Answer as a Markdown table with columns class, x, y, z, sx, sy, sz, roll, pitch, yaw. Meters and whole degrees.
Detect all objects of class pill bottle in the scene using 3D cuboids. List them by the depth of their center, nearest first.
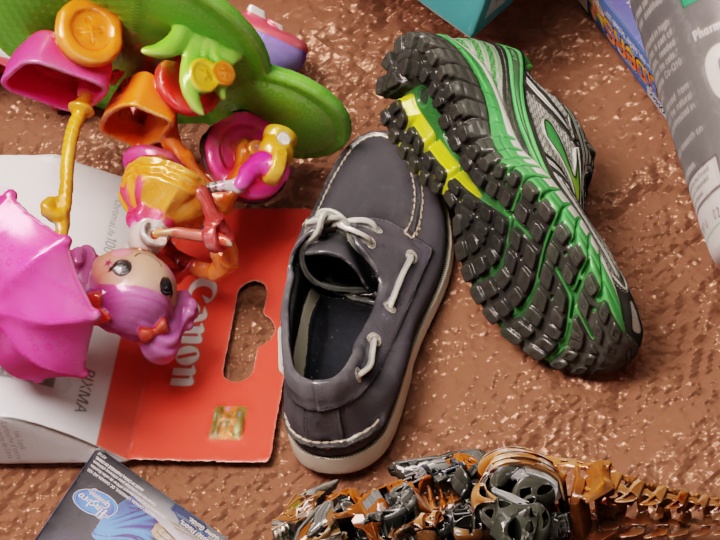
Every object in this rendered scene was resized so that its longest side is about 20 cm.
| class | x | y | z | sx | sy | sz | roll | pitch | yaw |
| --- | --- | --- | --- | --- | --- | --- | --- | --- | --- |
| pill bottle | 0.190 | -0.108 | 1.313 | 0.113 | 0.113 | 0.200 | -16 | 72 | -1 |

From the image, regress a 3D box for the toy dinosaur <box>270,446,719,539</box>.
| class | x | y | z | sx | sy | sz | roll | pitch | yaw |
| --- | --- | --- | --- | --- | --- | --- | --- | --- | --- |
| toy dinosaur | 0.061 | 0.116 | 1.217 | 0.200 | 0.102 | 0.136 | -26 | 30 | 18 |

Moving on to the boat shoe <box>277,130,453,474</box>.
| class | x | y | z | sx | sy | sz | roll | pitch | yaw |
| --- | --- | --- | --- | --- | --- | --- | --- | --- | --- |
| boat shoe | 0.000 | 0.000 | 1.335 | 0.073 | 0.063 | 0.200 | 0 | 50 | 14 |

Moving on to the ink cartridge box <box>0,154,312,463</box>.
| class | x | y | z | sx | sy | sz | roll | pitch | yaw |
| --- | --- | --- | --- | --- | --- | --- | --- | --- | --- |
| ink cartridge box | -0.135 | 0.017 | 1.360 | 0.200 | 0.057 | 0.163 | -3 | 51 | 15 |

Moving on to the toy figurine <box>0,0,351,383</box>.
| class | x | y | z | sx | sy | sz | roll | pitch | yaw |
| --- | --- | --- | --- | --- | --- | --- | --- | --- | --- |
| toy figurine | -0.116 | -0.027 | 1.325 | 0.200 | 0.150 | 0.184 | 26 | 63 | -20 |

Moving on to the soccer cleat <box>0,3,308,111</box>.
| class | x | y | z | sx | sy | sz | roll | pitch | yaw |
| --- | --- | --- | --- | --- | --- | --- | --- | --- | --- |
| soccer cleat | -0.126 | -0.112 | 1.462 | 0.200 | 0.067 | 0.077 | 11 | 85 | 13 |

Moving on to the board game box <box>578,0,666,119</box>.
| class | x | y | z | sx | sy | sz | roll | pitch | yaw |
| --- | --- | --- | --- | --- | --- | --- | --- | --- | --- |
| board game box | 0.225 | -0.151 | 1.431 | 0.200 | 0.034 | 0.135 | -23 | 50 | -8 |

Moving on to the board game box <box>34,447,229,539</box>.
| class | x | y | z | sx | sy | sz | roll | pitch | yaw |
| --- | --- | --- | --- | --- | --- | --- | --- | --- | --- |
| board game box | -0.107 | 0.205 | 1.193 | 0.200 | 0.062 | 0.200 | 32 | 65 | 31 |

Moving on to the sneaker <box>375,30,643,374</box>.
| class | x | y | z | sx | sy | sz | roll | pitch | yaw |
| --- | --- | --- | --- | --- | --- | --- | --- | --- | --- |
| sneaker | 0.088 | -0.039 | 1.342 | 0.085 | 0.078 | 0.200 | -6 | 57 | -33 |

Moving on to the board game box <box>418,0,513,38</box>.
| class | x | y | z | sx | sy | sz | roll | pitch | yaw |
| --- | --- | --- | --- | --- | --- | --- | --- | --- | --- |
| board game box | 0.027 | -0.226 | 1.440 | 0.200 | 0.047 | 0.151 | 37 | 53 | 14 |
